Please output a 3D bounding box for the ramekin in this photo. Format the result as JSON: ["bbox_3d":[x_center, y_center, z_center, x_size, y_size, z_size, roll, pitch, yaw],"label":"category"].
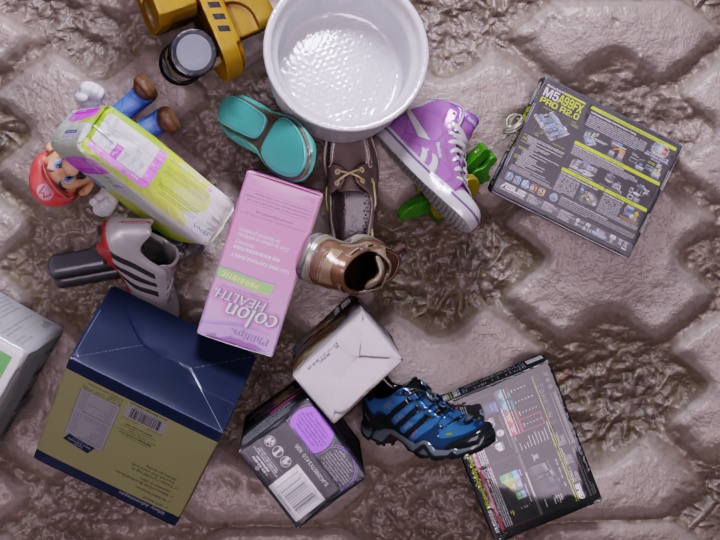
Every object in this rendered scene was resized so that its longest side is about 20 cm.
[{"bbox_3d":[-0.021,-0.253,1.699,0.198,0.098,0.202,1,79,-6],"label":"ramekin"}]

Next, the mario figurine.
[{"bbox_3d":[-0.320,-0.150,1.712,0.200,0.106,0.124,-39,61,-6],"label":"mario figurine"}]

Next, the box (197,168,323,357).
[{"bbox_3d":[-0.120,-0.015,1.697,0.096,0.176,0.202,17,95,-4],"label":"box"}]

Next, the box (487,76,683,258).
[{"bbox_3d":[0.284,-0.129,1.767,0.199,0.044,0.161,25,93,-4],"label":"box"}]

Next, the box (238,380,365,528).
[{"bbox_3d":[-0.071,0.215,1.706,0.106,0.200,0.123,-36,95,2],"label":"box"}]

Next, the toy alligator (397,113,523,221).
[{"bbox_3d":[0.135,-0.118,1.758,0.200,0.059,0.054,-39,135,5],"label":"toy alligator"}]

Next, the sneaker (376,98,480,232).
[{"bbox_3d":[0.112,-0.141,1.704,0.114,0.073,0.201,-35,55,-3],"label":"sneaker"}]

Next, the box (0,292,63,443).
[{"bbox_3d":[-0.495,0.126,1.686,0.170,0.200,0.200,30,95,-2],"label":"box"}]

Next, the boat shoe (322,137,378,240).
[{"bbox_3d":[-0.011,-0.099,1.751,0.071,0.060,0.202,0,95,-2],"label":"boat shoe"}]

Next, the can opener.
[{"bbox_3d":[-0.295,-0.029,1.763,0.198,0.053,0.067,-10,63,0],"label":"can opener"}]

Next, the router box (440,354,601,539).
[{"bbox_3d":[0.203,0.228,1.785,0.149,0.062,0.201,-21,95,0],"label":"router box"}]

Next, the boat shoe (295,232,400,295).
[{"bbox_3d":[0.000,0.000,1.663,0.071,0.200,0.076,21,102,27],"label":"boat shoe"}]

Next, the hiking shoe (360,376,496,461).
[{"bbox_3d":[0.076,0.178,1.722,0.199,0.074,0.087,5,110,37],"label":"hiking shoe"}]

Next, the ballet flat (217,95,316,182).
[{"bbox_3d":[-0.097,-0.158,1.695,0.070,0.200,0.068,23,101,-46],"label":"ballet flat"}]

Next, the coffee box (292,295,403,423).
[{"bbox_3d":[-0.019,0.102,1.698,0.114,0.200,0.080,-41,96,2],"label":"coffee box"}]

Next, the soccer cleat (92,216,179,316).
[{"bbox_3d":[-0.251,0.003,1.698,0.084,0.201,0.069,-8,52,16],"label":"soccer cleat"}]

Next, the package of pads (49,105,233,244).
[{"bbox_3d":[-0.255,-0.111,1.632,0.200,0.154,0.068,38,78,-23],"label":"package of pads"}]

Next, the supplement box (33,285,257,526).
[{"bbox_3d":[-0.261,0.166,1.684,0.199,0.135,0.200,27,131,-4],"label":"supplement box"}]

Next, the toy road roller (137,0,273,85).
[{"bbox_3d":[-0.194,-0.328,1.701,0.145,0.123,0.201,-25,98,-13],"label":"toy road roller"}]
